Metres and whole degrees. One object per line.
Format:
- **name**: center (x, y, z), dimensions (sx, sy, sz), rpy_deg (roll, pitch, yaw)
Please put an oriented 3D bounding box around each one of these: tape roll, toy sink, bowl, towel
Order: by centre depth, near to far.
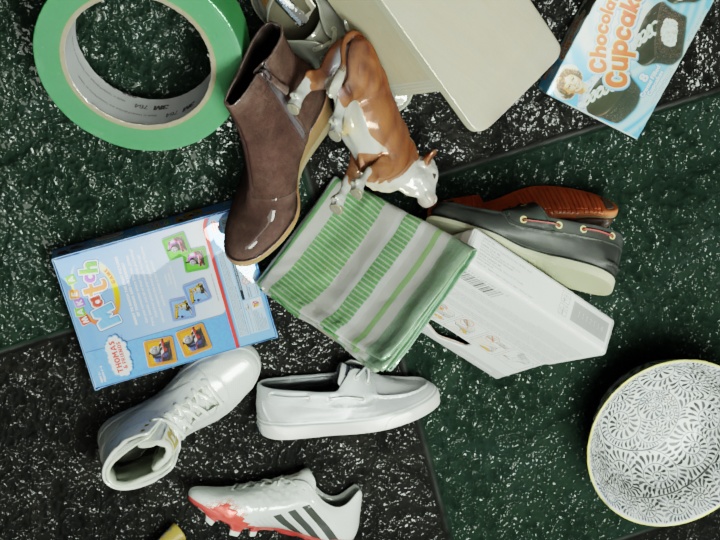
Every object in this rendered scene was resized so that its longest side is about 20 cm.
- **tape roll**: center (-0.205, -0.207, 1.349), dimensions (0.199, 0.048, 0.201), rpy_deg (2, 129, 3)
- **toy sink**: center (0.073, -0.245, 1.375), dimensions (0.130, 0.112, 0.200), rpy_deg (-45, 109, -16)
- **towel**: center (0.000, 0.000, 1.416), dimensions (0.153, 0.200, 0.023), rpy_deg (-54, 140, -7)
- **bowl**: center (0.334, 0.174, 1.596), dimensions (0.199, 0.094, 0.202), rpy_deg (-3, 110, -10)

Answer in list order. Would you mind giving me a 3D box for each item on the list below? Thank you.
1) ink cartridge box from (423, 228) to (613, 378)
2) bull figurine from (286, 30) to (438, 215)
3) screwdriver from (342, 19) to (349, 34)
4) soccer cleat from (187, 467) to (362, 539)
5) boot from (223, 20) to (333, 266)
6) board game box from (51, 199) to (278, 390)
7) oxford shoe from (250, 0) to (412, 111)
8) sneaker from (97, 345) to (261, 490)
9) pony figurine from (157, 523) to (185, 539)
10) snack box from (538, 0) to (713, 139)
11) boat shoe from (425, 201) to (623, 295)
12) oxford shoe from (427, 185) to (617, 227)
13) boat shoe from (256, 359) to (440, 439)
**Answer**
- **ink cartridge box**: center (0.132, 0.039, 1.492), dimensions (0.199, 0.176, 0.045), rpy_deg (32, 63, -25)
- **bull figurine**: center (0.007, -0.129, 1.382), dimensions (0.122, 0.065, 0.201), rpy_deg (-50, 125, -36)
- **screwdriver**: center (0.008, -0.163, 1.424), dimensions (0.029, 0.028, 0.201), rpy_deg (7, 134, 18)
- **soccer cleat**: center (-0.091, 0.251, 1.567), dimensions (0.199, 0.069, 0.086), rpy_deg (18, 97, -19)
- **boot**: center (-0.101, -0.119, 1.369), dimensions (0.201, 0.072, 0.166), rpy_deg (-63, 153, -13)
- **board game box**: center (-0.200, 0.025, 1.479), dimensions (0.199, 0.037, 0.152), rpy_deg (-16, 111, -6)
- **oxford shoe**: center (-0.027, -0.220, 1.413), dimensions (0.200, 0.058, 0.075), rpy_deg (39, 95, -22)
- **sneaker**: center (-0.184, 0.158, 1.488), dimensions (0.200, 0.116, 0.074), rpy_deg (-35, 110, 2)
- **pony figurine**: center (-0.254, 0.362, 1.526), dimensions (0.200, 0.193, 0.167), rpy_deg (-37, 116, -16)
- **snack box**: center (0.280, -0.249, 1.467), dimensions (0.116, 0.037, 0.201), rpy_deg (23, 104, -16)
- **boat shoe**: center (0.165, -0.034, 1.443), dimensions (0.200, 0.074, 0.063), rpy_deg (16, 71, 5)
- **oxford shoe**: center (0.171, -0.042, 1.508), dimensions (0.199, 0.071, 0.073), rpy_deg (-5, 114, 2)
- **boat shoe**: center (-0.015, 0.131, 1.539), dimensions (0.199, 0.072, 0.069), rpy_deg (-5, 110, 1)
